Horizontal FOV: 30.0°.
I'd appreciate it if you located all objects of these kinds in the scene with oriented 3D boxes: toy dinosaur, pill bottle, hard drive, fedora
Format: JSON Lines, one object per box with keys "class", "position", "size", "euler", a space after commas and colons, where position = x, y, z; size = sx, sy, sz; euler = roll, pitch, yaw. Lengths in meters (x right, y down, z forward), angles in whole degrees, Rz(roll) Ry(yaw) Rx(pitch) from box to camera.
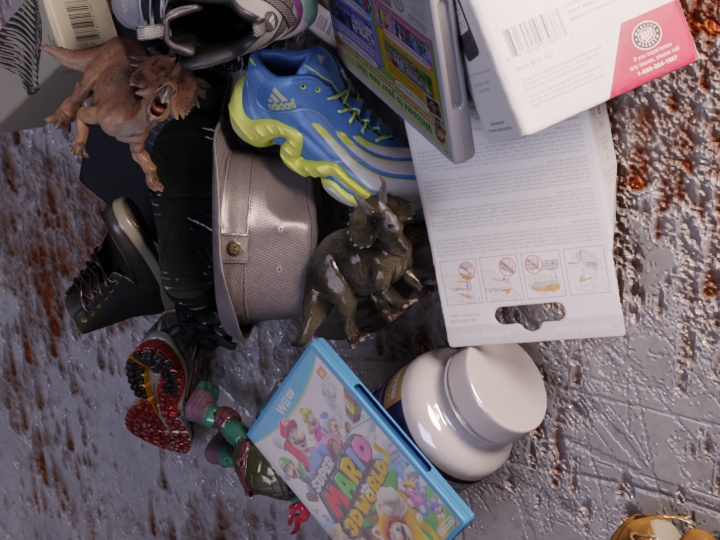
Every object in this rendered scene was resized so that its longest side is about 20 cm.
{"class": "toy dinosaur", "position": [0.000, 0.000, 1.138], "size": [0.103, 0.077, 0.200], "euler": [56, 137, 3]}
{"class": "pill bottle", "position": [0.065, 0.138, 1.182], "size": [0.120, 0.119, 0.200], "euler": [55, 132, 4]}
{"class": "toy dinosaur", "position": [-0.204, -0.165, 1.183], "size": [0.200, 0.085, 0.136], "euler": [49, 118, 34]}
{"class": "hard drive", "position": [-0.209, -0.136, 1.332], "size": [0.139, 0.033, 0.201], "euler": [36, 128, 20]}
{"class": "fedora", "position": [-0.078, -0.036, 1.214], "size": [0.089, 0.177, 0.203], "euler": [0, 87, 5]}

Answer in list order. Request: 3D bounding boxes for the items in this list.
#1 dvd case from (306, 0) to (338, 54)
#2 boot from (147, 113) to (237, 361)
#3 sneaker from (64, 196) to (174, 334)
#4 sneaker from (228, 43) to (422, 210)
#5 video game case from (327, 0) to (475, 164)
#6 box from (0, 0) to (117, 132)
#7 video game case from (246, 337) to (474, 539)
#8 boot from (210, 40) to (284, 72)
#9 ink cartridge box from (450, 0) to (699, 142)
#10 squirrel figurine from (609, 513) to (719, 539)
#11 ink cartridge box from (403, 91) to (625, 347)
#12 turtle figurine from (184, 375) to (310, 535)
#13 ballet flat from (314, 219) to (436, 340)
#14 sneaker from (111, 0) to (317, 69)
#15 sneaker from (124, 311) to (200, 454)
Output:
{"class": "dvd case", "position": [0.034, -0.246, 1.094], "size": [0.146, 0.022, 0.201], "euler": [39, 129, 19]}
{"class": "boot", "position": [-0.154, -0.027, 1.283], "size": [0.163, 0.072, 0.200], "euler": [86, 180, -69]}
{"class": "sneaker", "position": [-0.246, 0.006, 1.317], "size": [0.200, 0.105, 0.075], "euler": [83, 163, -64]}
{"class": "sneaker", "position": [-0.021, -0.123, 1.129], "size": [0.198, 0.076, 0.106], "euler": [23, 141, 9]}
{"class": "video game case", "position": [0.019, -0.200, 1.011], "size": [0.200, 0.022, 0.183], "euler": [48, 157, 48]}
{"class": "box", "position": [-0.316, -0.209, 1.335], "size": [0.199, 0.068, 0.083], "euler": [-27, 81, 50]}
{"class": "video game case", "position": [-0.005, 0.175, 1.162], "size": [0.200, 0.018, 0.143], "euler": [48, 132, 15]}
{"class": "boot", "position": [-0.142, -0.279, 1.181], "size": [0.197, 0.073, 0.164], "euler": [31, 130, 22]}
{"class": "ink cartridge box", "position": [0.128, -0.211, 0.944], "size": [0.083, 0.144, 0.202], "euler": [-168, 55, -78]}
{"class": "squirrel figurine", "position": [0.274, 0.291, 1.080], "size": [0.185, 0.141, 0.202], "euler": [11, 115, 42]}
{"class": "ink cartridge box", "position": [0.128, -0.047, 1.075], "size": [0.161, 0.057, 0.202], "euler": [-5, 106, 32]}
{"class": "turtle figurine", "position": [-0.086, 0.180, 1.344], "size": [0.199, 0.100, 0.151], "euler": [16, 120, 39]}
{"class": "ballet flat", "position": [0.016, 0.007, 1.212], "size": [0.200, 0.067, 0.047], "euler": [-40, 43, 45]}
{"class": "sneaker", "position": [-0.147, -0.206, 1.076], "size": [0.198, 0.140, 0.079], "euler": [2, 116, 29]}
{"class": "sneaker", "position": [-0.199, 0.124, 1.427], "size": [0.077, 0.083, 0.201], "euler": [20, 140, 5]}
